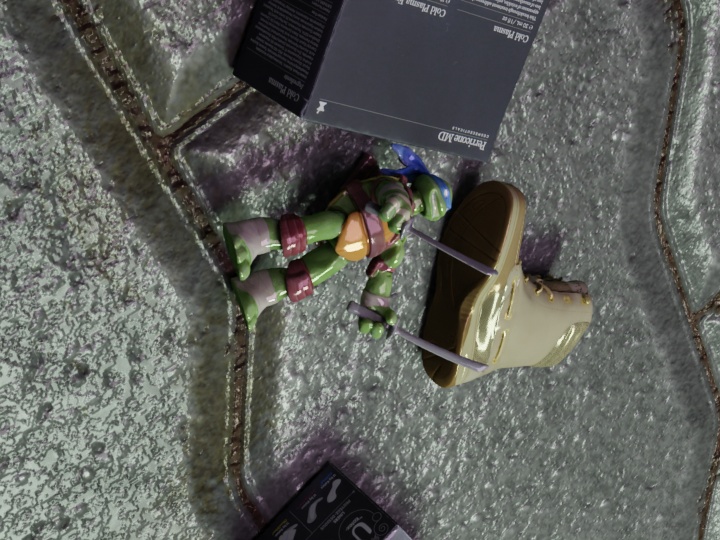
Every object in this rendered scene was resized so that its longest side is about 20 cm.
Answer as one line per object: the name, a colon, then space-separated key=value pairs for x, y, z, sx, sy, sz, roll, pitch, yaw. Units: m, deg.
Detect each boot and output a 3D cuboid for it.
boot: x=0.146 y=0.009 z=1.508 sx=0.155 sy=0.073 sz=0.201 roll=-5 pitch=119 yaw=-36

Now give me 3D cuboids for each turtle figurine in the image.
turtle figurine: x=0.000 y=0.000 z=1.322 sx=0.193 sy=0.144 sz=0.201 roll=-16 pitch=82 yaw=-10

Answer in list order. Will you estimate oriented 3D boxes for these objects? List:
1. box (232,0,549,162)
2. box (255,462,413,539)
box: x=0.032 y=-0.198 z=1.280 sx=0.200 sy=0.104 sz=0.183 roll=10 pitch=107 yaw=-41
box: x=0.003 y=0.298 z=1.530 sx=0.132 sy=0.115 sz=0.200 roll=-46 pitch=133 yaw=-9
